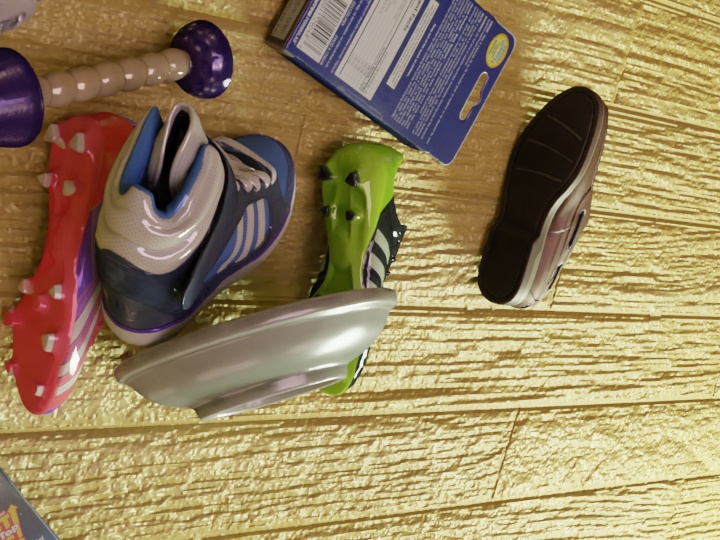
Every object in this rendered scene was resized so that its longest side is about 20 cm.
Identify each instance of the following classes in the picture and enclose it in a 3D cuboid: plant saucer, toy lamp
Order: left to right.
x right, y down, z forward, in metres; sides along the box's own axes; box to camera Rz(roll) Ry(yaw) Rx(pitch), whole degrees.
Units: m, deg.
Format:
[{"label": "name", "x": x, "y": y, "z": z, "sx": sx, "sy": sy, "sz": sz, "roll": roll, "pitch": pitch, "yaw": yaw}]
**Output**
[{"label": "toy lamp", "x": -0.163, "y": -0.111, "z": 0.714, "sx": 0.199, "sy": 0.058, "sz": 0.059, "roll": -22, "pitch": 123, "yaw": -49}, {"label": "plant saucer", "x": -0.064, "y": 0.063, "z": 0.811, "sx": 0.198, "sy": 0.199, "sz": 0.051, "roll": -12, "pitch": 81, "yaw": -37}]

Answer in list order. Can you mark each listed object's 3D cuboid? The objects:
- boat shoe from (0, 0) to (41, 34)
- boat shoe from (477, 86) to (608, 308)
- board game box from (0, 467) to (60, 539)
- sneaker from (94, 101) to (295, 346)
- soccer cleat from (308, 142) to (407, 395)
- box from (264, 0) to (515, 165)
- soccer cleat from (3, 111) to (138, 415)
[{"label": "boat shoe", "x": -0.207, "y": -0.165, "z": 0.666, "sx": 0.065, "sy": 0.073, "sz": 0.201, "roll": 38, "pitch": 83, "yaw": -39}, {"label": "boat shoe", "x": 0.166, "y": -0.063, "z": 1.047, "sx": 0.068, "sy": 0.072, "sz": 0.202, "roll": 7, "pitch": 113, "yaw": -46}, {"label": "board game box", "x": -0.267, "y": 0.219, "z": 0.793, "sx": 0.199, "sy": 0.061, "sz": 0.202, "roll": -29, "pitch": 124, "yaw": -29}, {"label": "sneaker", "x": -0.092, "y": -0.058, "z": 0.746, "sx": 0.201, "sy": 0.080, "sz": 0.147, "roll": -53, "pitch": 167, "yaw": -39}, {"label": "soccer cleat", "x": 0.000, "y": 0.000, "z": 0.930, "sx": 0.081, "sy": 0.067, "sz": 0.203, "roll": -15, "pitch": 119, "yaw": -50}, {"label": "box", "x": 0.029, "y": -0.172, "z": 0.896, "sx": 0.199, "sy": 0.032, "sz": 0.122, "roll": 30, "pitch": 88, "yaw": -43}, {"label": "soccer cleat", "x": -0.177, "y": -0.002, "z": 0.774, "sx": 0.076, "sy": 0.066, "sz": 0.203, "roll": 1, "pitch": 105, "yaw": -46}]
